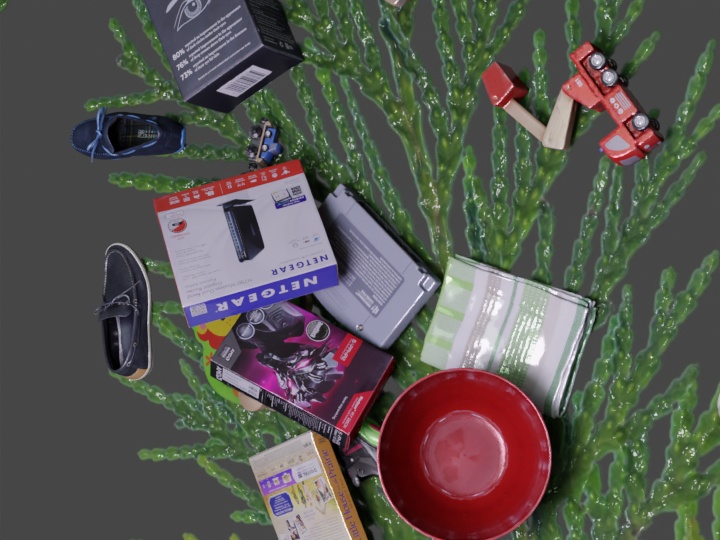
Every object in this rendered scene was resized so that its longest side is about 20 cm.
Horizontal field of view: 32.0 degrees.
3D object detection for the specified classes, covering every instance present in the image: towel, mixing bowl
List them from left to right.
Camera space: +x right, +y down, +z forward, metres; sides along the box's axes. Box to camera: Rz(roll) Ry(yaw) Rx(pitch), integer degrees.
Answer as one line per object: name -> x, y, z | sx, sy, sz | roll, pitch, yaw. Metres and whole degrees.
mixing bowl -> 0.122, 0.217, 1.482 | 0.199, 0.108, 0.201 | -1, 83, 5
towel -> 0.174, 0.077, 1.521 | 0.199, 0.031, 0.150 | 20, 97, 29

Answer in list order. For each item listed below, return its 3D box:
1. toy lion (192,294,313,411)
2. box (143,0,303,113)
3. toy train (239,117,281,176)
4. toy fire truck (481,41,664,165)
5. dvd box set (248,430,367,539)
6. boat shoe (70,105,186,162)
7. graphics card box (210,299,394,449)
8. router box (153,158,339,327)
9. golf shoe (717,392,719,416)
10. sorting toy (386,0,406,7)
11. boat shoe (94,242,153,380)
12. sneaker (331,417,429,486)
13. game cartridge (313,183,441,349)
toy lion -> -0.165, 0.074, 1.701 | 0.191, 0.069, 0.201 | 15, 95, 36
box -> -0.192, -0.340, 1.708 | 0.148, 0.104, 0.201 | -29, 73, 25
toy train -> -0.140, -0.109, 1.684 | 0.046, 0.034, 0.201 | 8, 78, 13
toy fire truck -> 0.249, -0.191, 1.482 | 0.141, 0.049, 0.201 | -39, 71, 23
dvd box set -> -0.061, 0.312, 1.604 | 0.146, 0.029, 0.201 | -31, 78, 46
boat shoe -> -0.345, -0.203, 1.807 | 0.199, 0.069, 0.085 | -5, 85, 29
graphics card box -> -0.072, 0.119, 1.559 | 0.199, 0.051, 0.126 | 27, 61, 10
router box -> -0.145, -0.037, 1.594 | 0.199, 0.049, 0.180 | -16, 55, -8
golf shoe -> 0.429, 0.068, 1.365 | 0.097, 0.078, 0.201 | 33, 98, 44
sorting toy -> 0.037, -0.463, 1.605 | 0.200, 0.069, 0.199 | 38, 105, 26
boat shoe -> -0.340, 0.057, 1.796 | 0.074, 0.062, 0.201 | -12, 80, 30
sneaker -> -0.006, 0.225, 1.589 | 0.200, 0.077, 0.084 | 29, 97, 29
game cartridge -> 0.000, 0.000, 1.615 | 0.133, 0.040, 0.200 | -50, 62, 15
